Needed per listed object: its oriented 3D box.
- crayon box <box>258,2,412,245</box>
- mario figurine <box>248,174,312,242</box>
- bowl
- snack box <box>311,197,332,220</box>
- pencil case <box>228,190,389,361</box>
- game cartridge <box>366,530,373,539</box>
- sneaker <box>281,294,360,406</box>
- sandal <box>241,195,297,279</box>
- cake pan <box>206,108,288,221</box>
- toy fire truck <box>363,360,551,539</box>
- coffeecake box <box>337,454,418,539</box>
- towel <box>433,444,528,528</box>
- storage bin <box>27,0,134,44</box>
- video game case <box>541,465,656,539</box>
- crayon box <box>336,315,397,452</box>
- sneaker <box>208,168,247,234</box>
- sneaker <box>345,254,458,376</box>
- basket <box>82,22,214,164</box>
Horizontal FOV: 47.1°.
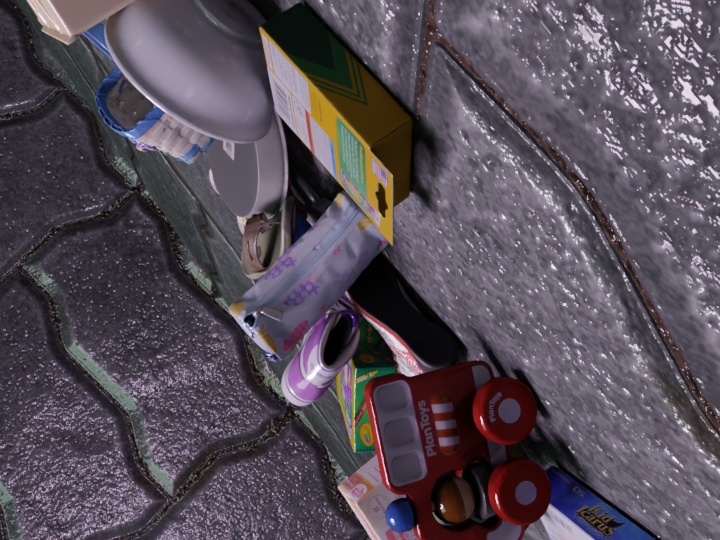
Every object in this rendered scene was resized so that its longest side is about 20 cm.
[{"bbox_3d":[-0.012,-0.135,0.770,0.201,0.051,0.126,51,165,21],"label":"crayon box"},{"bbox_3d":[-0.108,-0.051,1.167,0.201,0.105,0.123,53,168,3],"label":"mario figurine"},{"bbox_3d":[-0.154,-0.234,0.855,0.200,0.090,0.203,31,-149,-22],"label":"bowl"},{"bbox_3d":[0.000,0.000,1.083,0.072,0.024,0.202,29,150,60],"label":"snack box"},{"bbox_3d":[-0.057,0.004,0.929,0.083,0.200,0.091,39,171,29],"label":"pencil case"},{"bbox_3d":[0.078,0.281,1.109,0.041,0.202,0.133,34,168,-15],"label":"game cartridge"},{"bbox_3d":[-0.024,0.068,1.029,0.072,0.202,0.115,30,133,-11],"label":"sneaker"},{"bbox_3d":[-0.124,-0.033,1.023,0.201,0.056,0.081,147,130,-60],"label":"sandal"},{"bbox_3d":[-0.152,-0.158,1.057,0.200,0.036,0.203,35,132,51],"label":"cake pan"},{"bbox_3d":[0.095,0.197,0.863,0.112,0.165,0.204,171,89,-75],"label":"toy fire truck"},{"bbox_3d":[0.097,0.269,1.005,0.155,0.199,0.073,58,165,-13],"label":"coffeecake box"},{"bbox_3d":[0.128,0.234,0.948,0.022,0.146,0.202,-13,113,57],"label":"towel"},{"bbox_3d":[-0.254,-0.329,0.835,0.198,0.199,0.094,34,157,55],"label":"storage bin"},{"bbox_3d":[0.274,0.320,0.855,0.200,0.045,0.183,32,152,58],"label":"video game case"},{"bbox_3d":[0.005,0.149,1.138,0.200,0.057,0.121,-117,27,-71],"label":"crayon box"},{"bbox_3d":[-0.172,-0.108,1.337,0.090,0.075,0.201,34,162,35],"label":"sneaker"},{"bbox_3d":[0.041,0.067,1.013,0.201,0.067,0.108,46,161,25],"label":"sneaker"},{"bbox_3d":[-0.253,-0.226,0.964,0.200,0.139,0.176,47,176,-40],"label":"basket"}]
